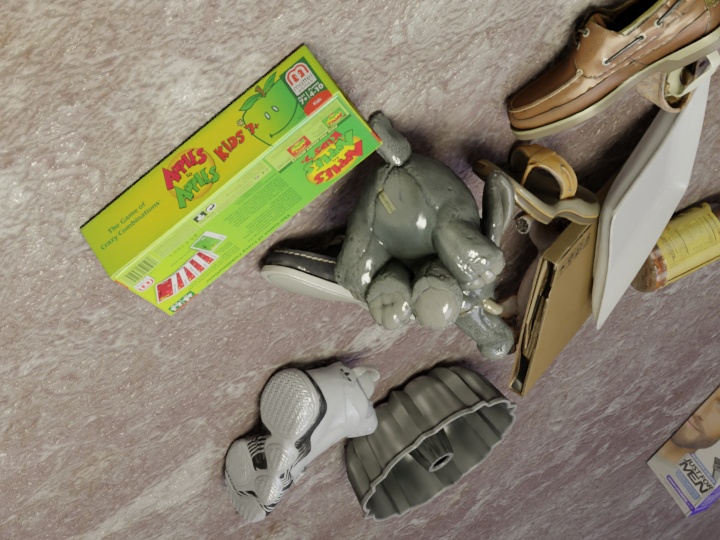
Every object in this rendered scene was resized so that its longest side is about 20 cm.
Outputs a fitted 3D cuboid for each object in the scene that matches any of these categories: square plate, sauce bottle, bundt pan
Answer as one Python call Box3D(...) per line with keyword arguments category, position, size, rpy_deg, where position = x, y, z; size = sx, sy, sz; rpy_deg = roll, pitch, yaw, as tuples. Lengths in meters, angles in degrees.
Box3D(category="square plate", position=(0.268, -0.071, 1.550), size=(0.201, 0.028, 0.199), rpy_deg=(-54, 160, -26))
Box3D(category="sauce bottle", position=(0.373, -0.038, 1.793), size=(0.199, 0.066, 0.066), rpy_deg=(-23, 153, -29))
Box3D(category="bundt pan", position=(0.066, 0.174, 1.741), size=(0.201, 0.076, 0.202), rpy_deg=(-30, 156, -15))

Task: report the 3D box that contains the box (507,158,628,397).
Box3D(category="box", position=(0.206, 0.006, 1.564), size=(0.200, 0.021, 0.165), rpy_deg=(-44, 152, -46))

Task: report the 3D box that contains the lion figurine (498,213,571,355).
Box3D(category="lion figurine", position=(0.177, 0.009, 1.604), size=(0.122, 0.072, 0.201), rpy_deg=(-24, 150, -50))

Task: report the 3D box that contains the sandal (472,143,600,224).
Box3D(category="sandal", position=(0.160, -0.080, 1.422), size=(0.199, 0.080, 0.054), rpy_deg=(4, 119, -59))

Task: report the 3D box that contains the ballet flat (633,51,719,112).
Box3D(category="ballet flat", position=(0.281, -0.205, 1.361), size=(0.068, 0.067, 0.201), rpy_deg=(-26, 154, -22))

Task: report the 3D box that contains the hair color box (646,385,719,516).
Box3D(category="hair color box", position=(0.545, 0.274, 2.530), size=(0.064, 0.110, 0.201), rpy_deg=(-5, 141, -47))

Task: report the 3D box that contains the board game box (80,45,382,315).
Box3D(category="board game box", position=(-0.088, -0.060, 1.147), size=(0.199, 0.048, 0.102), rpy_deg=(-39, 157, 5))

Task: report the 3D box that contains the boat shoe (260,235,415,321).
Box3D(category="boat shoe", position=(0.000, 0.000, 1.358), size=(0.199, 0.073, 0.061), rpy_deg=(15, 85, -41))

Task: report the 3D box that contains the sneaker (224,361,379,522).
Box3D(category="sneaker", position=(-0.052, 0.161, 1.558), size=(0.114, 0.075, 0.201), rpy_deg=(-13, 143, -37))

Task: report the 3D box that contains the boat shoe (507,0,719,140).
Box3D(category="boat shoe", position=(0.196, -0.178, 1.309), size=(0.199, 0.072, 0.068), rpy_deg=(-29, 118, 13))

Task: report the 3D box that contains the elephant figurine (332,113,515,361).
Box3D(category="elephant figurine", position=(0.067, -0.019, 1.312), size=(0.156, 0.141, 0.200), rpy_deg=(-61, 160, 14))
